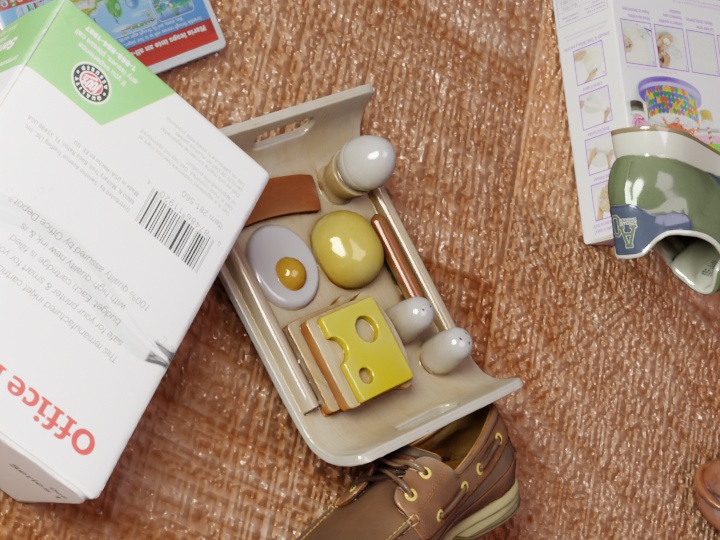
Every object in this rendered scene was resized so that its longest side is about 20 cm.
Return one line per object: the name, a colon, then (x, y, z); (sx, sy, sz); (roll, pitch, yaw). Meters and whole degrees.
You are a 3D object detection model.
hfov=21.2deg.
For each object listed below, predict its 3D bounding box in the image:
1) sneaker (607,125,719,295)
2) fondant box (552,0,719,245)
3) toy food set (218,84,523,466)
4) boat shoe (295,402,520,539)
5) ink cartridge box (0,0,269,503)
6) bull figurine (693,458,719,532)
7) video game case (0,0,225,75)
sneaker: (0.230, -0.026, 1.246); (0.199, 0.067, 0.091); (16, 76, -37)
fondant box: (0.207, -0.118, 1.327); (0.144, 0.058, 0.202); (2, 76, -41)
toy food set: (0.000, 0.000, 1.089); (0.143, 0.060, 0.201); (-22, 81, -43)
boat shoe: (0.019, 0.130, 1.070); (0.200, 0.072, 0.068); (-27, 120, -48)
ink cartridge box: (-0.156, -0.006, 0.943); (0.146, 0.084, 0.201); (41, 61, -26)
bull figurine: (0.315, 0.149, 1.332); (0.199, 0.065, 0.122); (-18, 58, -36)
video game case: (-0.164, -0.194, 1.044); (0.143, 0.017, 0.201); (-27, 97, -43)
